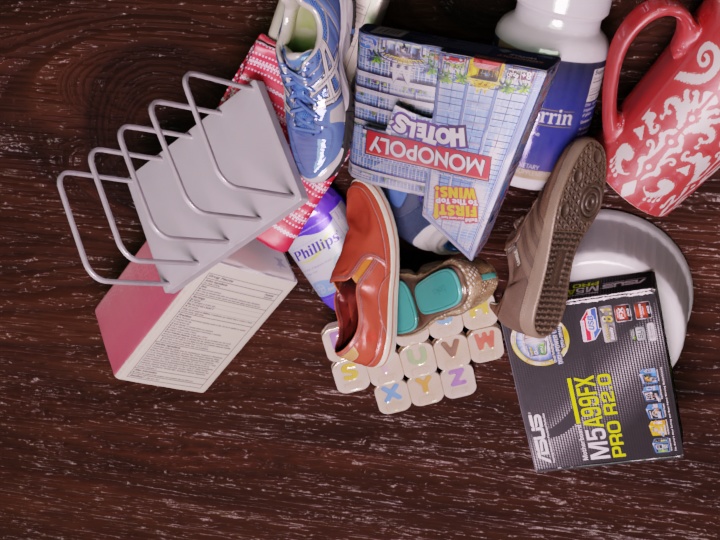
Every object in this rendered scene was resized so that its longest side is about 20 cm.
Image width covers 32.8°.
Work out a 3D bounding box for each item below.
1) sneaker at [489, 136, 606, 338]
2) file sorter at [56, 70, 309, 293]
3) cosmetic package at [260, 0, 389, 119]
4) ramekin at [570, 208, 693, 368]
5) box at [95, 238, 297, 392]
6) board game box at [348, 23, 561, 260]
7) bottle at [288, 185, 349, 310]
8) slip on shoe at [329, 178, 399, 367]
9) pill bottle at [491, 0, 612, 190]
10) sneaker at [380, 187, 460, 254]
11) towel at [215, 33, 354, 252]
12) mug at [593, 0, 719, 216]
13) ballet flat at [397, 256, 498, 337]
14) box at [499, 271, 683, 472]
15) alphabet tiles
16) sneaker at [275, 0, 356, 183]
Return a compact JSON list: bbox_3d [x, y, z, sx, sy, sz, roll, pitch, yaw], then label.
[{"bbox_3d":[0.175,-0.038,1.197,0.075,0.070,0.201,20,93,45],"label":"sneaker"},{"bbox_3d":[-0.180,-0.086,1.209,0.200,0.124,0.139,-32,71,28],"label":"file sorter"},{"bbox_3d":[-0.035,-0.251,1.261,0.105,0.071,0.201,25,118,1],"label":"cosmetic package"},{"bbox_3d":[0.257,0.045,1.318,0.199,0.098,0.202,5,116,11],"label":"ramekin"},{"bbox_3d":[-0.188,0.028,1.380,0.127,0.109,0.200,16,126,-41],"label":"box"},{"bbox_3d":[0.078,-0.120,1.187,0.199,0.062,0.201,13,115,18],"label":"board game box"},{"bbox_3d":[-0.052,-0.054,1.360,0.083,0.065,0.201,-27,106,24],"label":"bottle"},{"bbox_3d":[0.000,0.000,1.272,0.061,0.074,0.201,4,81,-27],"label":"slip on shoe"},{"bbox_3d":[0.181,-0.191,1.215,0.115,0.116,0.201,14,116,6],"label":"pill bottle"},{"bbox_3d":[0.085,-0.110,1.275,0.146,0.081,0.201,31,128,19],"label":"sneaker"},{"bbox_3d":[-0.093,-0.127,1.280,0.144,0.023,0.200,32,117,-4],"label":"towel"},{"bbox_3d":[0.310,-0.173,1.193,0.177,0.133,0.200,39,122,0],"label":"mug"},{"bbox_3d":[0.075,0.028,1.268,0.200,0.065,0.071,-14,88,59],"label":"ballet flat"},{"bbox_3d":[0.241,0.108,1.271,0.159,0.044,0.201,-8,113,16],"label":"box"},{"bbox_3d":[0.061,0.081,1.388,0.199,0.015,0.196,-13,125,2],"label":"alphabet tiles"},{"bbox_3d":[-0.052,-0.184,1.183,0.075,0.077,0.201,6,102,31],"label":"sneaker"}]
